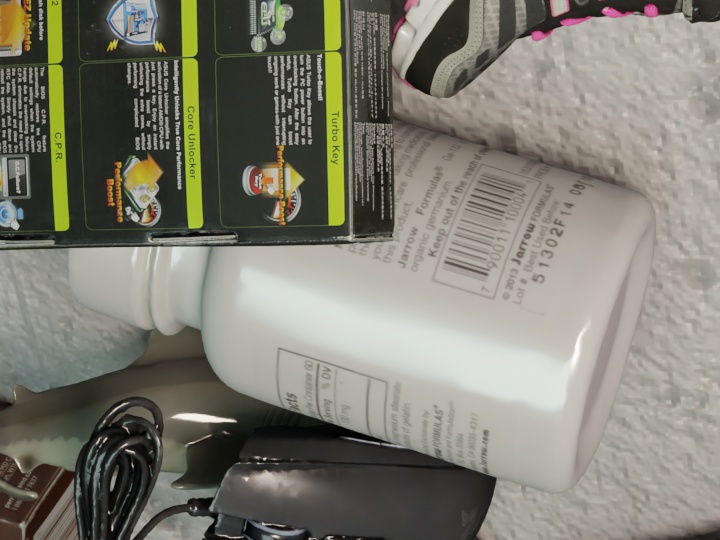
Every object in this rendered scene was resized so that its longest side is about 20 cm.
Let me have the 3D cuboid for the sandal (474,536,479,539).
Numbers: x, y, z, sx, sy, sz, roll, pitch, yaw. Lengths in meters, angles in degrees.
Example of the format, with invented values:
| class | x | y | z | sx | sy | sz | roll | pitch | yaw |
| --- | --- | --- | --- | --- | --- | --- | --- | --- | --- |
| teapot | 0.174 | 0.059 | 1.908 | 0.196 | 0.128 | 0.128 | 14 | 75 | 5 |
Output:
| class | x | y | z | sx | sy | sz | roll | pitch | yaw |
| --- | --- | --- | --- | --- | --- | --- | --- | --- | --- |
| sandal | 0.062 | 0.184 | 1.095 | 0.201 | 0.075 | 0.048 | 57 | 150 | -12 |

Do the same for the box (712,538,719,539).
| class | x | y | z | sx | sy | sz | roll | pitch | yaw |
| --- | --- | --- | --- | --- | --- | --- | --- | --- | --- |
| box | 0.157 | 0.198 | 0.958 | 0.199 | 0.197 | 0.118 | -17 | 117 | 23 |

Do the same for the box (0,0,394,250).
| class | x | y | z | sx | sy | sz | roll | pitch | yaw |
| --- | --- | --- | --- | --- | --- | --- | --- | --- | --- |
| box | -0.083 | -0.107 | 0.895 | 0.192 | 0.047 | 0.202 | -2 | 91 | 21 |

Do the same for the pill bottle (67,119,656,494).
| class | x | y | z | sx | sy | sz | roll | pitch | yaw |
| --- | --- | --- | --- | --- | --- | --- | --- | --- | --- |
| pill bottle | 0.000 | 0.000 | 0.950 | 0.199 | 0.115 | 0.115 | 17 | 128 | 12 |

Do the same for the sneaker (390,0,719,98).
| class | x | y | z | sx | sy | sz | roll | pitch | yaw |
| --- | --- | --- | --- | --- | --- | --- | --- | --- | --- |
| sneaker | 0.092 | -0.108 | 0.862 | 0.087 | 0.074 | 0.200 | 47 | 123 | -5 |

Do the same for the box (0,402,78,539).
| class | x | y | z | sx | sy | sz | roll | pitch | yaw |
| --- | --- | --- | --- | --- | --- | --- | --- | --- | --- |
| box | -0.223 | 0.099 | 1.142 | 0.199 | 0.075 | 0.101 | 16 | 128 | 14 |

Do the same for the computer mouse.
| class | x | y | z | sx | sy | sz | roll | pitch | yaw |
| --- | --- | --- | --- | --- | --- | --- | --- | --- | --- |
| computer mouse | -0.028 | 0.121 | 0.989 | 0.046 | 0.199 | 0.141 | 39 | 117 | 47 |

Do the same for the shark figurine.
| class | x | y | z | sx | sy | sz | roll | pitch | yaw |
| --- | --- | --- | --- | --- | --- | --- | --- | --- | --- |
| shark figurine | -0.088 | 0.044 | 1.030 | 0.128 | 0.213 | 0.090 | 0 | 87 | 56 |
